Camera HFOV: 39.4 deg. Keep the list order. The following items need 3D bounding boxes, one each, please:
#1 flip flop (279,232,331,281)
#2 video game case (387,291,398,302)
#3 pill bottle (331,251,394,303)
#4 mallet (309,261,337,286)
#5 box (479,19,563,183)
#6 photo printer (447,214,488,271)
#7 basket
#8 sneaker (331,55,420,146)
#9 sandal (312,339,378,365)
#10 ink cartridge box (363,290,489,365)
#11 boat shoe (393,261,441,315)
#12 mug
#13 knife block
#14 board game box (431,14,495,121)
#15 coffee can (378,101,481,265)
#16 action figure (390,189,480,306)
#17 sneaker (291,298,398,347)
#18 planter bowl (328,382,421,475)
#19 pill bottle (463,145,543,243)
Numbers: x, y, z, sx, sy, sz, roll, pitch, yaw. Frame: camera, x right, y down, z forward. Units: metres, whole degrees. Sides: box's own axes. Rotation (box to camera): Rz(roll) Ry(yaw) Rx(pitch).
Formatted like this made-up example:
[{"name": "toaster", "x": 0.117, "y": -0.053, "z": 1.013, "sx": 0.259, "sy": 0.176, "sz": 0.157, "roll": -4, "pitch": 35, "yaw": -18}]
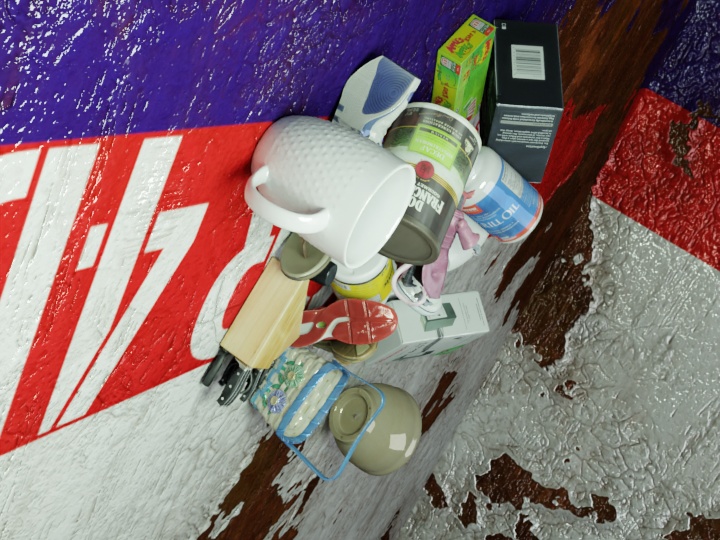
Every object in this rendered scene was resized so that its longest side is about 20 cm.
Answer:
[{"name": "flip flop", "x": -0.057, "y": -0.077, "z": 1.448, "sx": 0.201, "sy": 0.081, "sz": 0.058, "roll": -57, "pitch": 146, "yaw": -11}, {"name": "video game case", "x": 0.029, "y": 0.081, "z": 1.864, "sx": 0.180, "sy": 0.023, "sz": 0.200, "roll": -20, "pitch": 159, "yaw": 1}, {"name": "pill bottle", "x": 0.000, "y": 0.000, "z": 1.661, "sx": 0.112, "sy": 0.111, "sz": 0.200, "roll": -52, "pitch": 163, "yaw": -14}, {"name": "mallet", "x": -0.029, "y": -0.071, "z": 1.536, "sx": 0.201, "sy": 0.066, "sz": 0.041, "roll": -58, "pitch": 163, "yaw": 3}, {"name": "box", "x": 0.274, "y": -0.292, "z": 1.744, "sx": 0.201, "sy": 0.116, "sz": 0.199, "roll": 95, "pitch": -1, "yaw": -58}, {"name": "photo printer", "x": 0.152, "y": -0.111, "z": 1.766, "sx": 0.166, "sy": 0.069, "sz": 0.201, "roll": -43, "pitch": 115, "yaw": -35}, {"name": "basket", "x": -0.076, "y": 0.233, "z": 1.704, "sx": 0.177, "sy": 0.199, "sz": 0.139, "roll": -57, "pitch": 162, "yaw": 1}, {"name": "sneaker", "x": 0.005, "y": -0.201, "z": 1.405, "sx": 0.200, "sy": 0.080, "sz": 0.115, "roll": -53, "pitch": 167, "yaw": 9}, {"name": "sandal", "x": -0.022, "y": 0.130, "z": 1.710, "sx": 0.080, "sy": 0.054, "sz": 0.199, "roll": -34, "pitch": -163, "yaw": -21}, {"name": "ink cartridge box", "x": 0.109, "y": 0.106, "z": 1.830, "sx": 0.198, "sy": 0.085, "sz": 0.146, "roll": -6, "pitch": 162, "yaw": -32}, {"name": "boat shoe", "x": 0.085, "y": -0.012, "z": 1.726, "sx": 0.073, "sy": 0.201, "sz": 0.067, "roll": -38, "pitch": -172, "yaw": -33}, {"name": "mug", "x": -0.057, "y": -0.101, "z": 1.230, "sx": 0.200, "sy": 0.175, "sz": 0.149, "roll": -33, "pitch": 151, "yaw": -50}, {"name": "knife block", "x": -0.161, "y": 0.102, "z": 1.483, "sx": 0.175, "sy": 0.064, "sz": 0.201, "roll": -44, "pitch": 158, "yaw": -39}, {"name": "board game box", "x": 0.166, "y": -0.313, "z": 1.669, "sx": 0.102, "sy": 0.047, "sz": 0.201, "roll": -49, "pitch": 161, "yaw": -26}, {"name": "coffee can", "x": 0.084, "y": -0.131, "z": 1.528, "sx": 0.147, "sy": 0.145, "sz": 0.202, "roll": 82, "pitch": 28, "yaw": -64}, {"name": "action figure", "x": 0.115, "y": -0.056, "z": 1.612, "sx": 0.148, "sy": 0.133, "sz": 0.201, "roll": -10, "pitch": 129, "yaw": -61}, {"name": "sneaker", "x": -0.027, "y": 0.076, "z": 1.654, "sx": 0.115, "sy": 0.198, "sz": 0.079, "roll": -35, "pitch": 122, "yaw": -73}, {"name": "planter bowl", "x": 0.015, "y": 0.330, "z": 2.184, "sx": 0.134, "sy": 0.200, "sz": 0.201, "roll": 34, "pitch": 90, "yaw": -45}, {"name": "pill bottle", "x": 0.210, "y": -0.140, "z": 1.699, "sx": 0.199, "sy": 0.112, "sz": 0.113, "roll": 35, "pitch": 89, "yaw": -34}]
